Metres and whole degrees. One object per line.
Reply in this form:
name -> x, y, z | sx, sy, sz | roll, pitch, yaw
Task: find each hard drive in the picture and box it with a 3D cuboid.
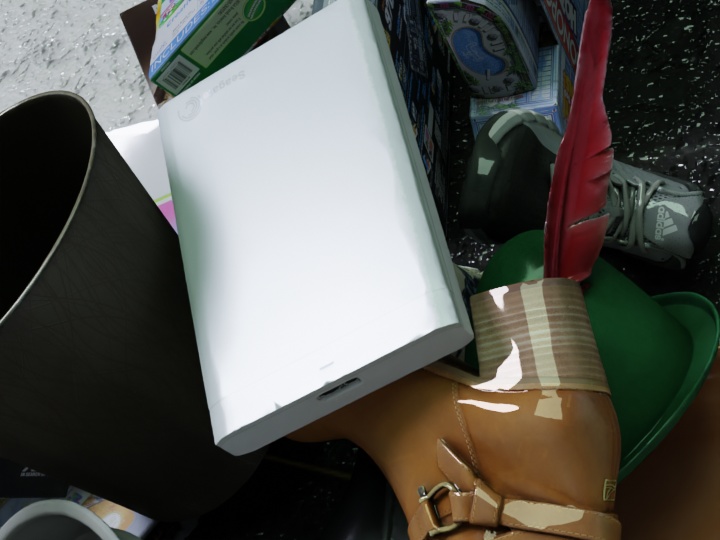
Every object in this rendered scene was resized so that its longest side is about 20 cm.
hard drive -> -0.029, -0.027, 0.734 | 0.131, 0.026, 0.202 | -27, 55, 19

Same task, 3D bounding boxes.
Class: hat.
hat -> 0.070, 0.003, 0.758 | 0.200, 0.176, 0.165 | -47, 17, -19

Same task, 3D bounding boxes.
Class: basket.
basket -> -0.141, 0.040, 0.796 | 0.135, 0.200, 0.181 | 16, 67, 43

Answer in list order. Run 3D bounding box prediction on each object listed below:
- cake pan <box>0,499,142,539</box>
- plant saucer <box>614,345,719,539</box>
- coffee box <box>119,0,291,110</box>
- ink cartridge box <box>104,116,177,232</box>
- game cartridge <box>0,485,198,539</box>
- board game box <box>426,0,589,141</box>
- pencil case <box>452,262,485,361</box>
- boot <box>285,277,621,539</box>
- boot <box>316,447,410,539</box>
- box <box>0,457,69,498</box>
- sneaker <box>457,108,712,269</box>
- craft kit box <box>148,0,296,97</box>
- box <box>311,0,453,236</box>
cake pan -> -0.136, 0.213, 0.729 | 0.199, 0.036, 0.203 | -8, 79, 47
plant saucer -> 0.178, 0.124, 0.752 | 0.197, 0.038, 0.202 | -13, 45, 13
coffee box -> -0.092, -0.133, 1.096 | 0.112, 0.080, 0.201 | -27, 43, -2
ink cartridge box -> -0.152, -0.007, 0.956 | 0.197, 0.076, 0.150 | -13, 78, 13
game cartridge -> -0.187, 0.166, 0.881 | 0.132, 0.042, 0.200 | 24, 61, 35
board game box -> 0.103, -0.154, 0.976 | 0.061, 0.200, 0.202 | -6, 60, 20
pencil case -> 0.000, 0.000, 0.839 | 0.077, 0.199, 0.090 | -5, 56, 58
boot -> 0.036, 0.103, 0.710 | 0.198, 0.076, 0.157 | -16, 71, 31
boot -> -0.036, 0.158, 0.785 | 0.156, 0.080, 0.213 | -6, 46, 19
box -> -0.270, 0.057, 0.902 | 0.158, 0.044, 0.200 | 5, 30, -31
sneaker -> 0.137, -0.040, 0.845 | 0.114, 0.199, 0.076 | 17, 100, 24
craft kit box -> -0.064, -0.235, 1.016 | 0.200, 0.048, 0.199 | -42, 33, 27
box -> 0.018, -0.141, 0.995 | 0.045, 0.160, 0.202 | -10, 45, 16
